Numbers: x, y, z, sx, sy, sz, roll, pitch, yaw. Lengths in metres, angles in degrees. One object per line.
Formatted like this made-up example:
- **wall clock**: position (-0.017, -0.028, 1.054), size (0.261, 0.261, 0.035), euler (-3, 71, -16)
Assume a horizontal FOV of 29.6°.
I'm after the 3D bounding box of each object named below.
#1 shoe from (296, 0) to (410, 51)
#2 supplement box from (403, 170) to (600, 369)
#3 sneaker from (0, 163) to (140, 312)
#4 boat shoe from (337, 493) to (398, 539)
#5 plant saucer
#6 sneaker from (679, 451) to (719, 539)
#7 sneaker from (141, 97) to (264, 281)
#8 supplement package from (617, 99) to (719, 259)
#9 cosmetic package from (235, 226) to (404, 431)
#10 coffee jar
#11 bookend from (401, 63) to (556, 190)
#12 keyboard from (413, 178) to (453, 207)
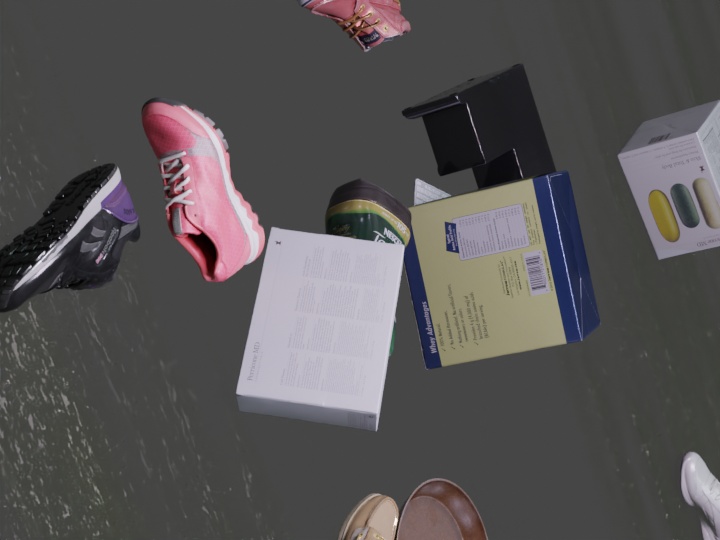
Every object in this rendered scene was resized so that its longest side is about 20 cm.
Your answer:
- **shoe**: position (-0.003, -0.319, 1.676), size (0.199, 0.071, 0.092), euler (-27, 95, -58)
- **supplement box**: position (0.169, -0.002, 1.668), size (0.134, 0.197, 0.203), euler (-16, 94, -69)
- **sneaker**: position (-0.259, -0.010, 1.236), size (0.201, 0.075, 0.088), euler (-55, 128, -46)
- **boat shoe**: position (0.008, 0.326, 1.484), size (0.074, 0.068, 0.201), euler (54, 41, -27)
- **plant saucer**: position (0.090, 0.351, 1.616), size (0.199, 0.034, 0.204), euler (23, 61, -49)
- **sneaker**: position (0.587, 0.376, 2.221), size (0.075, 0.099, 0.202), euler (-48, 116, -46)
- **sneaker**: position (-0.168, -0.079, 1.377), size (0.202, 0.073, 0.087), euler (62, 40, -20)
- **supplement package**: position (0.557, -0.153, 2.307), size (0.151, 0.150, 0.202), euler (-44, 114, -49)
- **cosmetic package**: position (-0.040, 0.060, 1.442), size (0.052, 0.148, 0.203), euler (93, 7, -61)
- **coffee jar**: position (0.000, 0.000, 1.564), size (0.104, 0.085, 0.203), euler (33, 53, -37)
- **bookend**: position (0.170, -0.154, 1.838), size (0.198, 0.091, 0.203), euler (-32, 105, -52)
- **keyboard**: position (0.130, -0.068, 1.826), size (0.199, 0.011, 0.057), euler (21, 62, -48)
